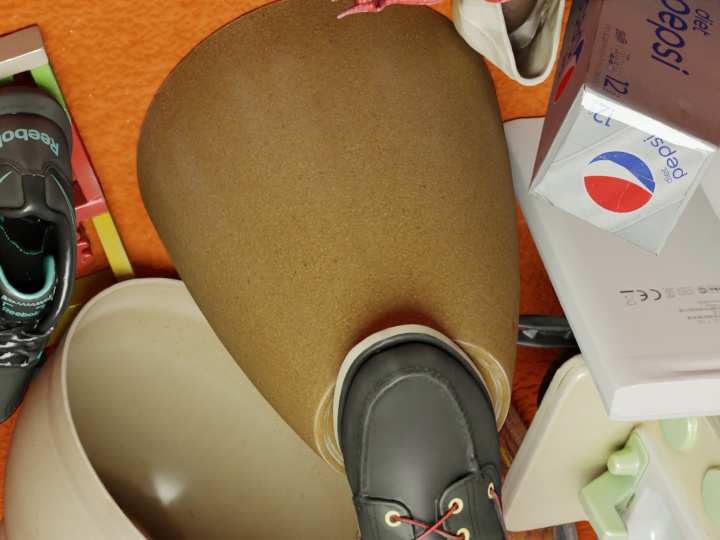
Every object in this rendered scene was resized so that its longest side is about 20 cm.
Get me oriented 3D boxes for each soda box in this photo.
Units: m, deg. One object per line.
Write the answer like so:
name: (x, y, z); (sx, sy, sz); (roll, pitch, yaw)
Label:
soda box: (0.129, -0.093, 1.289); (0.068, 0.200, 0.064); (24, 123, -5)

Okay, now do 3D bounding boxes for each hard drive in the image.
hard drive: (0.155, -0.007, 1.377); (0.131, 0.200, 0.027); (-4, 132, -14)

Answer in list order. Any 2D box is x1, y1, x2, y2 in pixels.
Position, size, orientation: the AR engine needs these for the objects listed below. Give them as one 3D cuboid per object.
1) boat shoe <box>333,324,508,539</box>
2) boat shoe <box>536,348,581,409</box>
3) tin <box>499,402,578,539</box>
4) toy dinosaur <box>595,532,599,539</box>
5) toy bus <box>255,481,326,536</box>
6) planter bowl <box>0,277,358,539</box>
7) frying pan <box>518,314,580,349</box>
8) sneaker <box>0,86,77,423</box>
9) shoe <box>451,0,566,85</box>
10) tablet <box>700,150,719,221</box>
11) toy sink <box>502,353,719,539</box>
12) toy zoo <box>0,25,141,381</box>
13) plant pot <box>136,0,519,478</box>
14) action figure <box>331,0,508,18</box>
boat shoe: (0.033, 0.110, 1.265); (0.073, 0.063, 0.202); (-12, 131, -3)
boat shoe: (0.179, 0.016, 1.505); (0.202, 0.075, 0.075); (-45, 150, 22)
tin: (0.070, 0.141, 1.542); (0.042, 0.112, 0.200); (-7, 137, 24)
toy dinosaur: (0.176, 0.169, 1.563); (0.182, 0.105, 0.200); (-48, 132, -4)
toy bus: (0.008, 0.160, 1.560); (0.065, 0.078, 0.200); (-25, 133, 9)
planter bowl: (-0.099, 0.123, 1.407); (0.200, 0.201, 0.135); (21, 131, -31)
frying pan: (0.160, 0.029, 1.424); (0.115, 0.031, 0.190); (-44, 140, 19)
sneaker: (-0.176, 0.010, 1.343); (0.075, 0.079, 0.201); (-3, 133, -17)
shoe: (0.084, -0.175, 1.307); (0.070, 0.053, 0.201); (-5, 131, -13)
tablet: (0.221, -0.069, 1.345); (0.130, 0.201, 0.014); (-31, 145, 10)
toy sink: (0.190, 0.112, 1.417); (0.199, 0.112, 0.131); (-6, 139, -27)
toy zoo: (-0.188, -0.019, 1.381); (0.131, 0.021, 0.200); (-19, 133, -1)
plant pot: (0.000, 0.000, 1.336); (0.185, 0.200, 0.187); (-8, 131, -9)
action figure: (0.012, -0.152, 1.270); (0.199, 0.052, 0.066); (10, 127, -4)
